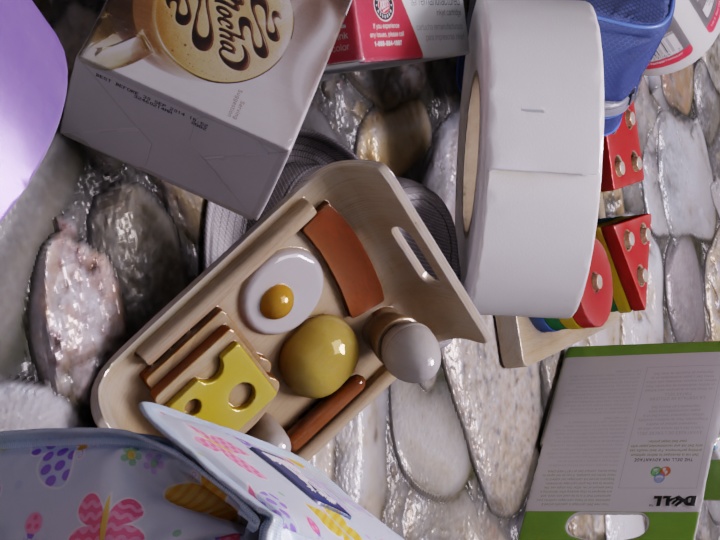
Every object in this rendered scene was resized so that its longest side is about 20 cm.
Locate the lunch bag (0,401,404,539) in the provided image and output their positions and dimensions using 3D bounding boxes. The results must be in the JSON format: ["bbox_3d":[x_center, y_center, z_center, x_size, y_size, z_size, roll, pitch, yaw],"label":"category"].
[{"bbox_3d":[-0.076,0.132,0.753,0.169,0.199,0.128,29,61,-53],"label":"lunch bag"}]

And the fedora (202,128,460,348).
[{"bbox_3d":[0.000,0.000,1.009,0.200,0.090,0.179,25,64,-55],"label":"fedora"}]

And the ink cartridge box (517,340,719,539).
[{"bbox_3d":[0.213,0.155,1.290,0.076,0.147,0.201,57,41,-39],"label":"ink cartridge box"}]

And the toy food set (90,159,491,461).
[{"bbox_3d":[-0.032,0.055,0.898,0.200,0.060,0.144,-43,128,-10],"label":"toy food set"}]

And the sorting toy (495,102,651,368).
[{"bbox_3d":[0.170,-0.041,1.324,0.200,0.069,0.201,-17,100,-59],"label":"sorting toy"}]

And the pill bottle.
[{"bbox_3d":[0.223,-0.259,1.409,0.200,0.110,0.112,42,51,-49],"label":"pill bottle"}]

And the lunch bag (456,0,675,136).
[{"bbox_3d":[0.148,-0.190,1.215,0.133,0.135,0.201,107,-1,-52],"label":"lunch bag"}]

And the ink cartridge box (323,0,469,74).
[{"bbox_3d":[-0.011,-0.225,1.036,0.145,0.082,0.202,-16,99,-58],"label":"ink cartridge box"}]

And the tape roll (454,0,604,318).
[{"bbox_3d":[0.102,-0.071,1.063,0.202,0.070,0.204,-176,-90,-88],"label":"tape roll"}]

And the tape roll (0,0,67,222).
[{"bbox_3d":[-0.204,-0.052,0.568,0.085,0.199,0.201,58,40,-37],"label":"tape roll"}]

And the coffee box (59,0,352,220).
[{"bbox_3d":[-0.063,-0.144,0.874,0.112,0.080,0.201,24,61,-5],"label":"coffee box"}]
